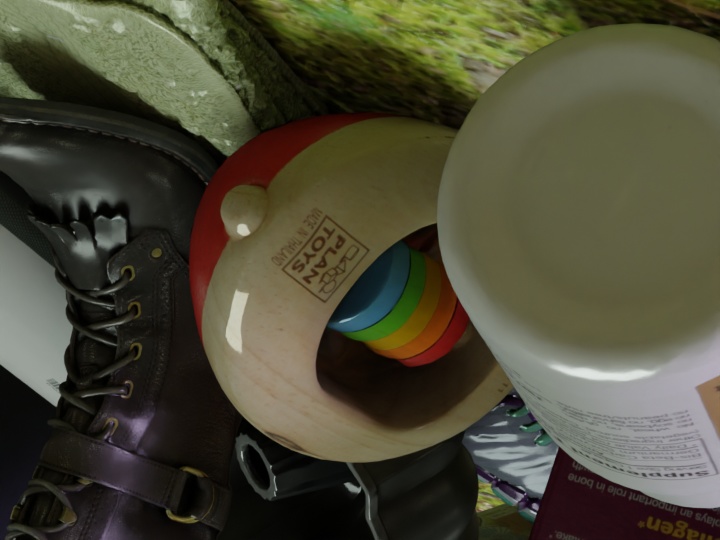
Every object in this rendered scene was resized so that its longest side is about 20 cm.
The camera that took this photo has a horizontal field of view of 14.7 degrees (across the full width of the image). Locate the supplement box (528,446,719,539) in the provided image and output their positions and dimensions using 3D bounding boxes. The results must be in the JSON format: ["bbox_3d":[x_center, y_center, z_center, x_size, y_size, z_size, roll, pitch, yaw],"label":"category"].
[{"bbox_3d":[0.134,0.117,1.120,0.131,0.200,0.103,18,165,9],"label":"supplement box"}]

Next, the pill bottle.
[{"bbox_3d":[0.101,0.010,0.910,0.114,0.115,0.200,14,165,19],"label":"pill bottle"}]

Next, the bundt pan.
[{"bbox_3d":[-0.017,0.073,1.249,0.202,0.076,0.202,42,145,38],"label":"bundt pan"}]

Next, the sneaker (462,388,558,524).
[{"bbox_3d":[0.087,0.074,1.287,0.200,0.075,0.088,21,161,-1],"label":"sneaker"}]

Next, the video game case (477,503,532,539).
[{"bbox_3d":[0.142,0.138,1.362,0.182,0.023,0.200,9,-168,36],"label":"video game case"}]

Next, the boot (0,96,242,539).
[{"bbox_3d":[-0.096,0.042,1.044,0.069,0.174,0.200,7,160,44],"label":"boot"}]

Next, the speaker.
[{"bbox_3d":[-0.159,-0.024,1.107,0.081,0.081,0.200,7,154,41],"label":"speaker"}]

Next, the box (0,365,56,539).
[{"bbox_3d":[-0.231,0.047,1.377,0.200,0.182,0.104,27,163,-25],"label":"box"}]

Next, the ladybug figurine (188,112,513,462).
[{"bbox_3d":[0.000,0.000,1.035,0.072,0.136,0.200,42,-177,33],"label":"ladybug figurine"}]

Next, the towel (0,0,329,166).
[{"bbox_3d":[-0.088,-0.071,1.046,0.148,0.037,0.200,14,165,23],"label":"towel"}]
